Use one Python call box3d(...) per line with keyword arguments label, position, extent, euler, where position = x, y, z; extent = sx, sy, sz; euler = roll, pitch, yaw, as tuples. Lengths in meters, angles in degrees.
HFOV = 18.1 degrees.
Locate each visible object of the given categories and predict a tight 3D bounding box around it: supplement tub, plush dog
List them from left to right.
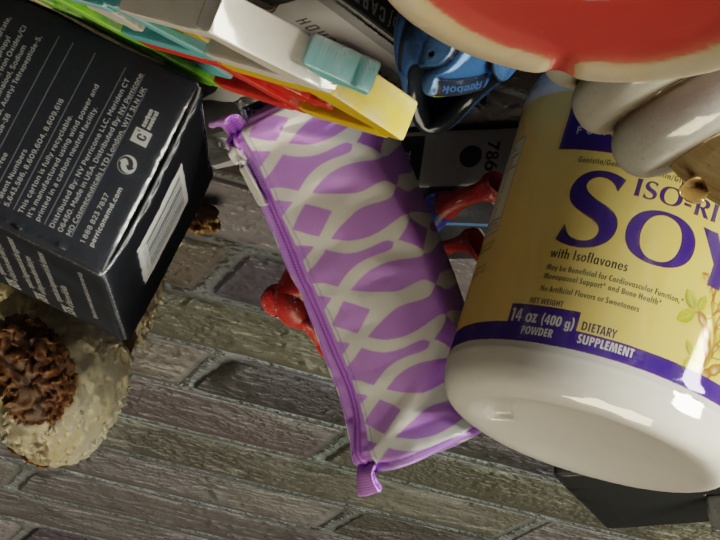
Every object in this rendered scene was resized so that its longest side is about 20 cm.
box3d(label="plush dog", position=(-0.171, 0.033, 1.330), extent=(0.159, 0.173, 0.200), euler=(6, 158, 4))
box3d(label="supplement tub", position=(0.131, -0.013, 1.044), extent=(0.144, 0.201, 0.146), euler=(16, 164, 5))

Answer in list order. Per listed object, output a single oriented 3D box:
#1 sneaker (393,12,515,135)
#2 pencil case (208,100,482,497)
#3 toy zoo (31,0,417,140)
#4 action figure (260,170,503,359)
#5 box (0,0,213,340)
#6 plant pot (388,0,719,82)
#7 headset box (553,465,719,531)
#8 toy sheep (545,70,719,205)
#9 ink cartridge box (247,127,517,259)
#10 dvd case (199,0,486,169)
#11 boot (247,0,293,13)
box3d(label="sneaker", position=(0.061, -0.122, 0.993), extent=(0.065, 0.079, 0.200), euler=(14, 156, -9))
box3d(label="pencil case", position=(0.000, 0.000, 1.100), extent=(0.085, 0.201, 0.084), euler=(-23, 178, -34))
box3d(label="toy zoo", position=(-0.064, -0.101, 0.991), extent=(0.199, 0.021, 0.131), euler=(20, 176, 43))
box3d(label="action figure", position=(0.026, 0.014, 1.245), extent=(0.199, 0.066, 0.099), euler=(-15, 131, 46))
box3d(label="box", position=(-0.182, -0.065, 1.094), extent=(0.199, 0.105, 0.148), euler=(26, 167, 4))
box3d(label="plant pot", position=(0.082, -0.170, 0.728), extent=(0.199, 0.179, 0.201), euler=(7, 159, 3))
box3d(label="headset box", position=(0.192, 0.030, 1.138), extent=(0.173, 0.201, 0.093), euler=(-8, 154, 22))
box3d(label="toy sheep", position=(0.126, -0.112, 0.871), extent=(0.137, 0.201, 0.138), euler=(-21, 169, -4))
box3d(label="ink cartridge box", position=(0.047, -0.041, 1.253), extent=(0.199, 0.039, 0.099), euler=(-2, 155, 23))
box3d(label="dvd case", position=(-0.057, -0.104, 1.152), extent=(0.199, 0.025, 0.150), euler=(-10, 152, 37))
box3d(label="boot", position=(-0.054, -0.168, 0.945), extent=(0.096, 0.075, 0.200), euler=(-12, 162, 21))
